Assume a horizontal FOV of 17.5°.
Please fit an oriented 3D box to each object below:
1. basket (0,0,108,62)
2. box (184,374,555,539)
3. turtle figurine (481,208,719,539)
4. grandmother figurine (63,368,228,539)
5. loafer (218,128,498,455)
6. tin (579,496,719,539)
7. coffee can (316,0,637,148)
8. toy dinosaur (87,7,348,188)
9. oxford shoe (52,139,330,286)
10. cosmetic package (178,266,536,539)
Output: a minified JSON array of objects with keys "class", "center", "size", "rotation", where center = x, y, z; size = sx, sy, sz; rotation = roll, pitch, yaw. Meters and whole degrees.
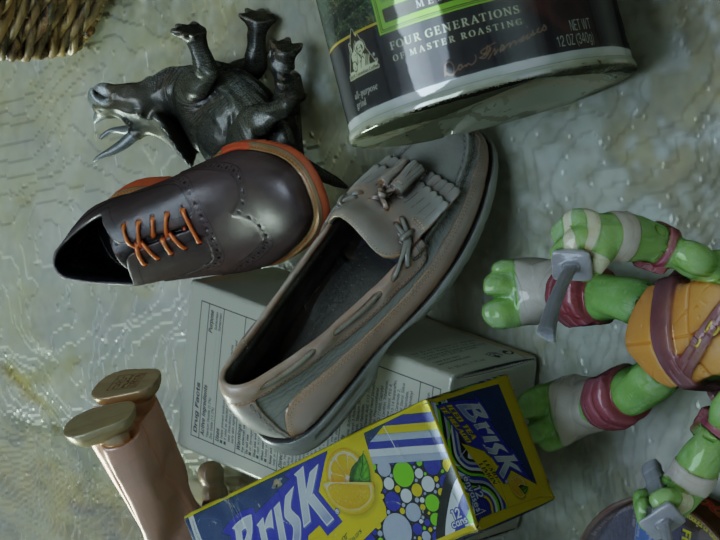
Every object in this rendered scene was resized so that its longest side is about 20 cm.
[{"class":"basket","center":[-0.215,-0.240,1.387],"size":[0.149,0.143,0.200],"rotation":[53,128,24]},{"class":"box","center":[0.001,0.121,1.192],"size":[0.200,0.064,0.070],"rotation":[-29,79,43]},{"class":"turtle figurine","center":[0.113,0.046,1.095],"size":[0.144,0.200,0.194],"rotation":[41,160,-18]},{"class":"grandmother figurine","center":[-0.106,0.155,1.370],"size":[0.060,0.121,0.200],"rotation":[-4,118,34]},{"class":"loafer","center":[0.000,0.000,1.204],"size":[0.072,0.063,0.200],"rotation":[25,78,43]},{"class":"tin","center":[0.155,0.207,1.175],"size":[0.112,0.042,0.200],"rotation":[20,111,45]},{"class":"coffee can","center":[0.041,-0.175,1.146],"size":[0.146,0.146,0.200],"rotation":[-19,84,44]},{"class":"toy dinosaur","center":[-0.063,-0.083,1.329],"size":[0.200,0.077,0.102],"rotation":[30,129,31]},{"class":"oxford shoe","center":[-0.093,-0.020,1.280],"size":[0.200,0.072,0.071],"rotation":[-16,101,50]},{"class":"cosmetic package","center":[-0.005,0.073,1.283],"size":[0.200,0.073,0.104],"rotation":[20,111,41]}]
